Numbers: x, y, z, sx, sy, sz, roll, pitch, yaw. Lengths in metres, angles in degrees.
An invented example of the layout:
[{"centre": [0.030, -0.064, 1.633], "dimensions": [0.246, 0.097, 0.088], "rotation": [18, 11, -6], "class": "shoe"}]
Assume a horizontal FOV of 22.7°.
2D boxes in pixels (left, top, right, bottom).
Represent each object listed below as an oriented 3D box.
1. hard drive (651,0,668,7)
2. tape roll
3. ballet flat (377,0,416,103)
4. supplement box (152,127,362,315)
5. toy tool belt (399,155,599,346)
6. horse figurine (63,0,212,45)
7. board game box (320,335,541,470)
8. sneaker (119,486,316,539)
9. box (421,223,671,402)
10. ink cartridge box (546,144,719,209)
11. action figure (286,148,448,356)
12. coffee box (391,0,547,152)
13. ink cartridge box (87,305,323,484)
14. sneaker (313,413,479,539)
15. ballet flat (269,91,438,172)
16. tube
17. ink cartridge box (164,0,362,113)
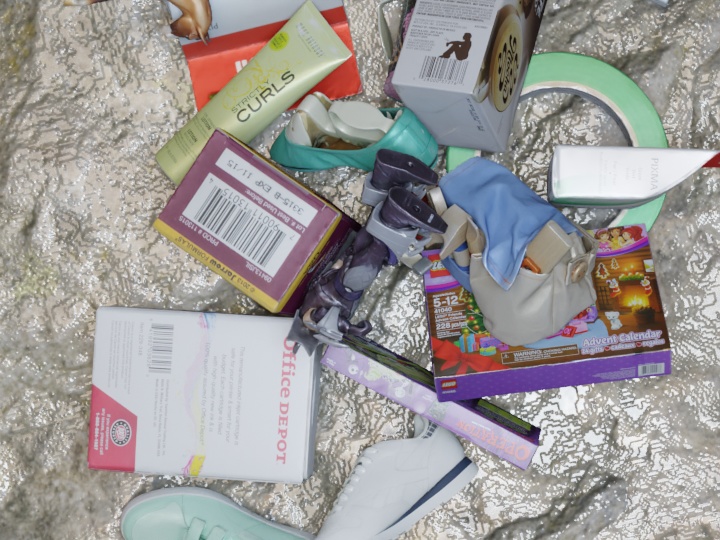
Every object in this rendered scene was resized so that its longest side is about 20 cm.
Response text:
[{"centre": [0.217, -0.342, 1.619], "dimensions": [0.199, 0.027, 0.133], "rotation": [27, 91, 6], "class": "hard drive"}, {"centre": [0.176, -0.092, 1.605], "dimensions": [0.199, 0.048, 0.202], "rotation": [0, 88, 5], "class": "tape roll"}, {"centre": [0.049, -0.250, 1.618], "dimensions": [0.071, 0.069, 0.202], "rotation": [6, 89, 25], "class": "ballet flat"}, {"centre": [-0.083, -0.037, 1.551], "dimensions": [0.130, 0.200, 0.104], "rotation": [34, 91, 5], "class": "supplement box"}, {"centre": [0.106, -0.040, 1.486], "dimensions": [0.125, 0.123, 0.200], "rotation": [-37, 54, -20], "class": "toy tool belt"}, {"centre": [-0.194, -0.307, 1.601], "dimensions": [0.131, 0.050, 0.202], "rotation": [4, 91, 7], "class": "horse figurine"}, {"centre": [0.065, 0.111, 1.574], "dimensions": [0.199, 0.120, 0.032], "rotation": [28, 91, 6], "class": "board game box"}, {"centre": [-0.128, 0.256, 1.583], "dimensions": [0.199, 0.118, 0.074], "rotation": [14, 110, 6], "class": "sneaker"}, {"centre": [0.155, 0.035, 1.524], "dimensions": [0.198, 0.039, 0.138], "rotation": [-7, 51, 3], "class": "box"}, {"centre": [0.256, -0.074, 1.493], "dimensions": [0.198, 0.161, 0.051], "rotation": [4, 89, 5], "class": "ink cartridge box"}, {"centre": [0.000, 0.000, 1.466], "dimensions": [0.069, 0.131, 0.200], "rotation": [24, 131, -11], "class": "action figure"}, {"centre": [0.102, -0.219, 1.550], "dimensions": [0.079, 0.113, 0.201], "rotation": [10, 70, 22], "class": "coffee box"}, {"centre": [-0.138, 0.111, 1.610], "dimensions": [0.198, 0.086, 0.149], "rotation": [4, 88, 4], "class": "ink cartridge box"}, {"centre": [0.011, 0.203, 1.576], "dimensions": [0.199, 0.076, 0.081], "rotation": [-34, 86, -31], "class": "sneaker"}, {"centre": [-0.016, -0.124, 1.566], "dimensions": [0.067, 0.199, 0.071], "rotation": [-51, 128, -26], "class": "ballet flat"}, {"centre": [-0.100, -0.154, 1.618], "dimensions": [0.200, 0.052, 0.058], "rotation": [-41, 102, 10], "class": "tube"}, {"centre": [-0.097, -0.244, 1.635], "dimensions": [0.161, 0.050, 0.202], "rotation": [-13, 84, 5], "class": "ink cartridge box"}]
